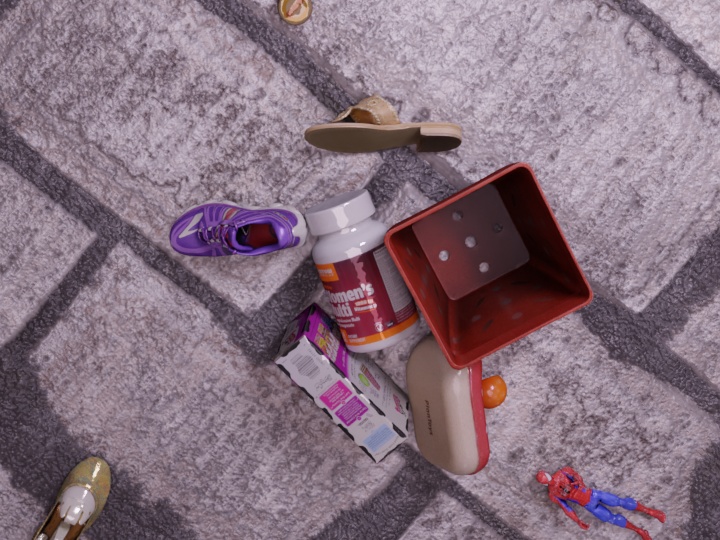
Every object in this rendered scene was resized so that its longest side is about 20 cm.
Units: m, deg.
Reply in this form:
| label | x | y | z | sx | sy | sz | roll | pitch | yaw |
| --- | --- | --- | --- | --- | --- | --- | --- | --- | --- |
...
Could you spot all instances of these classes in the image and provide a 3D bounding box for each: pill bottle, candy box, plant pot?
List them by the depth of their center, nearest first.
| label | x | y | z | sx | sy | sz | roll | pitch | yaw |
| --- | --- | --- | --- | --- | --- | --- | --- | --- | --- |
| plant pot | 0.155 | -0.021 | 1.319 | 0.200 | 0.176 | 0.200 | -28 | 102 | 4 |
| pill bottle | 0.000 | 0.000 | 1.353 | 0.109 | 0.110 | 0.200 | -20 | 103 | 3 |
| candy box | -0.021 | 0.151 | 1.372 | 0.061 | 0.136 | 0.200 | -42 | 100 | 14 |

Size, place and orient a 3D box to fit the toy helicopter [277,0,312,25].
| label | x | y | z | sx | sy | sz | roll | pitch | yaw |
| --- | --- | --- | --- | --- | --- | --- | --- | --- | --- |
| toy helicopter | -0.062 | -0.413 | 1.290 | 0.132 | 0.079 | 0.200 | 6 | 113 | -12 |

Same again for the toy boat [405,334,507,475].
| label | x | y | z | sx | sy | sz | roll | pitch | yaw |
| --- | --- | --- | --- | --- | --- | --- | --- | --- | --- |
| toy boat | 0.148 | 0.177 | 1.407 | 0.131 | 0.130 | 0.200 | -16 | 105 | -29 |

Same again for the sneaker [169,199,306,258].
| label | x | y | z | sx | sy | sz | roll | pitch | yaw |
| --- | --- | --- | --- | --- | --- | --- | --- | --- | --- |
| sneaker | -0.173 | -0.053 | 1.334 | 0.200 | 0.083 | 0.081 | -5 | 101 | 23 |

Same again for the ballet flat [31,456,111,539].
| label | x | y | z | sx | sy | sz | roll | pitch | yaw |
| --- | --- | --- | --- | --- | --- | --- | --- | --- | --- |
| ballet flat | -0.421 | 0.361 | 1.446 | 0.071 | 0.071 | 0.200 | 32 | 100 | -8 |

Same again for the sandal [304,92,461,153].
| label | x | y | z | sx | sy | sz | roll | pitch | yaw |
| --- | --- | --- | --- | --- | --- | --- | --- | --- | --- |
| sandal | 0.029 | -0.202 | 1.343 | 0.211 | 0.078 | 0.070 | 1 | 71 | -9 |

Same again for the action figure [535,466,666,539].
| label | x | y | z | sx | sy | sz | roll | pitch | yaw |
| --- | --- | --- | --- | --- | --- | --- | --- | --- | --- |
| action figure | 0.346 | 0.343 | 1.449 | 0.200 | 0.099 | 0.065 | 25 | 100 | -4 |
